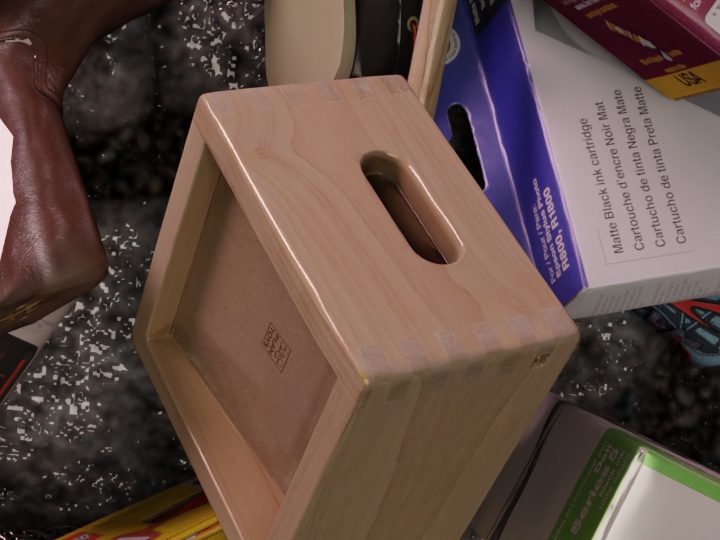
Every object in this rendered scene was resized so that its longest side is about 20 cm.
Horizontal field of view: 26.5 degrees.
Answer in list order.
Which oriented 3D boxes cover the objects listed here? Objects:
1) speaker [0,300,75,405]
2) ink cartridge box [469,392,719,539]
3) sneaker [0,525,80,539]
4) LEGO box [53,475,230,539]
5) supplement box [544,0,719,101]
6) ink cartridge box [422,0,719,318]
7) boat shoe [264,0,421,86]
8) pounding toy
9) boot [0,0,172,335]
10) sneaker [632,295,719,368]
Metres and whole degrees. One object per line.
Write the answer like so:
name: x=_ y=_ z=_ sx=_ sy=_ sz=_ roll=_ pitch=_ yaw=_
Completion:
speaker: x=-0.220 y=0.062 z=0.734 sx=0.081 sy=0.081 sz=0.200 roll=36 pitch=90 yaw=-10
ink cartridge box: x=0.144 y=0.130 z=0.731 sx=0.145 sy=0.200 sz=0.084 roll=27 pitch=90 yaw=-10
sneaker: x=-0.163 y=0.149 z=0.732 sx=0.079 sy=0.074 sz=0.200 roll=-57 pitch=135 yaw=-11
LEGO box: x=-0.054 y=0.174 z=0.722 sx=0.200 sy=0.077 sz=0.149 roll=-20 pitch=100 yaw=-40
supplement box: x=0.112 y=-0.185 z=0.659 sx=0.200 sy=0.103 sz=0.131 roll=37 pitch=85 yaw=-9
ink cartridge box: x=0.124 y=-0.078 z=0.736 sx=0.200 sy=0.041 sz=0.200 roll=-10 pitch=65 yaw=-7
boat shoe: x=-0.004 y=-0.172 z=0.748 sx=0.063 sy=0.074 sz=0.202 roll=7 pitch=85 yaw=-45
pounding toy: x=0.000 y=0.000 z=0.668 sx=0.142 sy=0.200 sz=0.184 roll=-10 pitch=142 yaw=-30
boot: x=-0.127 y=-0.066 z=0.682 sx=0.186 sy=0.064 sz=0.200 roll=-19 pitch=54 yaw=5
sneaker: x=0.164 y=0.011 z=0.779 sx=0.200 sy=0.079 sz=0.096 roll=5 pitch=118 yaw=5
